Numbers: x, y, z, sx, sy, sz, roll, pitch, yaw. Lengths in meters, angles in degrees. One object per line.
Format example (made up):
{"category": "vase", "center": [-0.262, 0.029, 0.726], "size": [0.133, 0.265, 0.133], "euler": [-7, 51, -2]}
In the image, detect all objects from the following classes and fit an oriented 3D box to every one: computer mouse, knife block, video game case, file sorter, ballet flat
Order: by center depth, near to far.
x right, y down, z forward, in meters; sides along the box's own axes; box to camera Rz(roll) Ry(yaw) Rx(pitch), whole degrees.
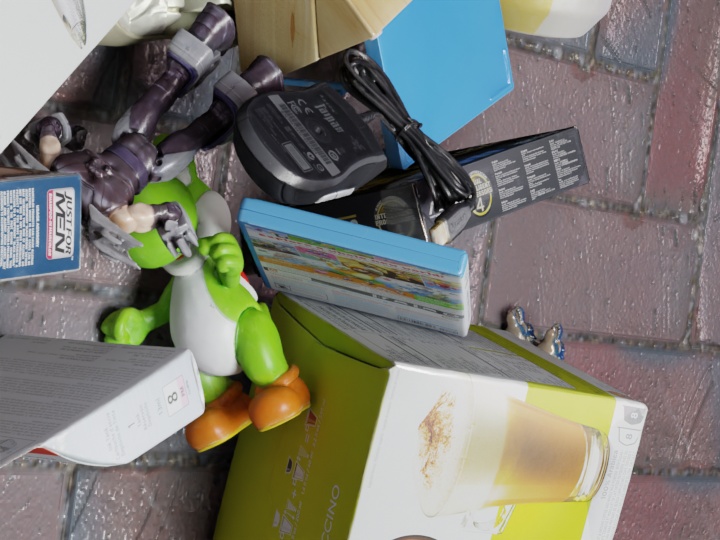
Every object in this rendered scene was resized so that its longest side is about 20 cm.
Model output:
{"category": "knife block", "center": [-0.047, -0.219, 1.592], "size": [0.064, 0.200, 0.176], "euler": [-44, 106, -30]}
{"category": "computer mouse", "center": [-0.006, -0.057, 1.598], "size": [0.141, 0.046, 0.200], "euler": [49, 29, 4]}
{"category": "ballet flat", "center": [-0.122, -0.175, 1.634], "size": [0.199, 0.069, 0.070], "euler": [-5, 101, -53]}
{"category": "video game case", "center": [0.000, 0.000, 1.644], "size": [0.200, 0.142, 0.018], "euler": [76, 29, -78]}
{"category": "file sorter", "center": [0.005, -0.193, 1.751], "size": [0.139, 0.122, 0.201], "euler": [-37, 124, -43]}

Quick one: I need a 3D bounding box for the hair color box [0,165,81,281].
{"category": "hair color box", "center": [-0.260, -0.024, 1.451], "size": [0.199, 0.100, 0.061], "euler": [-8, 103, -53]}

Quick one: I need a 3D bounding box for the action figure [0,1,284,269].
{"category": "action figure", "center": [-0.133, -0.071, 1.576], "size": [0.200, 0.130, 0.069], "euler": [-44, 171, -26]}

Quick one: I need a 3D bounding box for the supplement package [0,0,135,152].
{"category": "supplement package", "center": [-0.225, -0.161, 1.457], "size": [0.200, 0.117, 0.117], "euler": [-53, 134, -33]}

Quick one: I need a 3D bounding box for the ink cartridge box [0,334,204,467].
{"category": "ink cartridge box", "center": [-0.213, 0.097, 1.487], "size": [0.200, 0.162, 0.057], "euler": [-37, 120, -43]}

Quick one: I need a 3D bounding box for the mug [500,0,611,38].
{"category": "mug", "center": [0.120, -0.259, 1.909], "size": [0.149, 0.185, 0.154], "euler": [-86, -176, -75]}

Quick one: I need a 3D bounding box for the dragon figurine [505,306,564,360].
{"category": "dragon figurine", "center": [0.113, 0.129, 2.011], "size": [0.099, 0.059, 0.202], "euler": [5, 91, -53]}

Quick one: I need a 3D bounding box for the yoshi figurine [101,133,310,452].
{"category": "yoshi figurine", "center": [-0.112, 0.014, 1.645], "size": [0.112, 0.112, 0.201], "euler": [-22, 93, -14]}

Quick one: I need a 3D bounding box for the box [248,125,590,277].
{"category": "box", "center": [0.040, -0.048, 1.793], "size": [0.199, 0.160, 0.049], "euler": [-21, 100, -48]}

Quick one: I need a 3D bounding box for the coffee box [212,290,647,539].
{"category": "coffee box", "center": [0.040, 0.144, 1.728], "size": [0.197, 0.200, 0.201], "euler": [10, 99, -27]}
